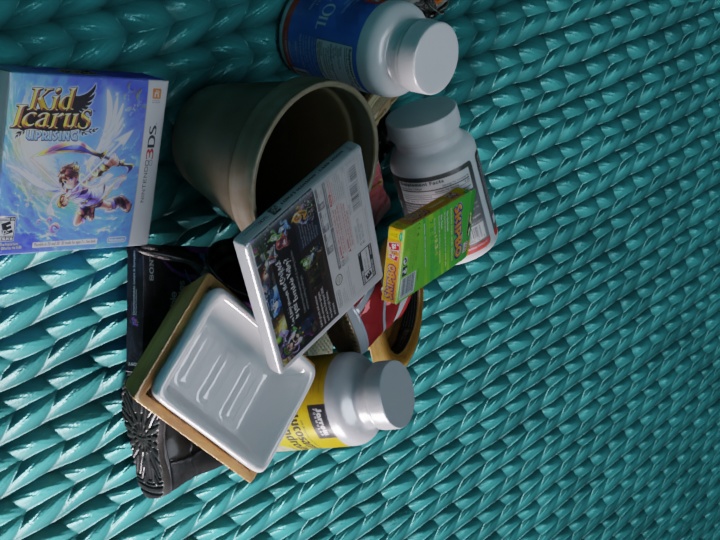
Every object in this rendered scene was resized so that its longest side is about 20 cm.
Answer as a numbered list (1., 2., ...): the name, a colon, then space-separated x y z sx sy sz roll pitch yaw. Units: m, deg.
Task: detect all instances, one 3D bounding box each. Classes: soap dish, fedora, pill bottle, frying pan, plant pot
1. soap dish: -0.155 0.119 1.413 0.200 0.081 0.157 45 65 -39
2. fedora: 0.021 0.043 1.706 0.201 0.082 0.201 2 90 -68
3. pill bottle: -0.041 0.156 1.530 0.112 0.200 0.112 22 63 -54
4. frying pan: -0.148 0.007 1.418 0.190 0.115 0.031 -8 133 -42
5. plant pot: -0.107 -0.130 1.409 0.200 0.173 0.200 -27 128 -41
6. pill bottle: 0.103 -0.116 1.662 0.116 0.116 0.200 -38 124 -35
7. pill bottle: 0.011 -0.263 1.478 0.112 0.200 0.112 -25 124 -44

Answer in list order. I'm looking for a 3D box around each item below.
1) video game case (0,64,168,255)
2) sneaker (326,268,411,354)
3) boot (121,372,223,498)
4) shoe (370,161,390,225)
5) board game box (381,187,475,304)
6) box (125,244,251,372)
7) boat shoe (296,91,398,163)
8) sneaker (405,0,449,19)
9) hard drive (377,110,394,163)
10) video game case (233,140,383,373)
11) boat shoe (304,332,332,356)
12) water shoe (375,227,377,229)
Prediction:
1. video game case: -0.292 -0.112 1.296 0.200 0.045 0.181 -7 110 -50
2. sneaker: 0.000 0.000 1.535 0.112 0.071 0.200 -38 133 -32
3. boot: -0.188 0.164 1.533 0.200 0.066 0.165 -21 116 -47
4. shoe: -0.040 -0.067 1.540 0.200 0.071 0.091 -41 125 -32
5. board game box: 0.086 -0.035 1.552 0.200 0.030 0.096 -28 129 -53
6. box: -0.179 0.043 1.469 0.200 0.036 0.143 1 88 -44
7. boat shoe: -0.005 -0.185 1.539 0.200 0.071 0.065 -50 137 -26
8. sneaker: 0.064 -0.334 1.615 0.200 0.079 0.074 -59 143 -13
9. hard drive: -0.037 -0.149 1.605 0.200 0.038 0.140 -55 140 -21
10. video game case: -0.051 -0.012 1.377 0.182 0.023 0.200 -44 143 -29
11. boat shoe: -0.070 0.084 1.652 0.075 0.062 0.200 0 91 -46
12. water shoe: -0.022 -0.013 1.629 0.079 0.071 0.200 53 53 -13
